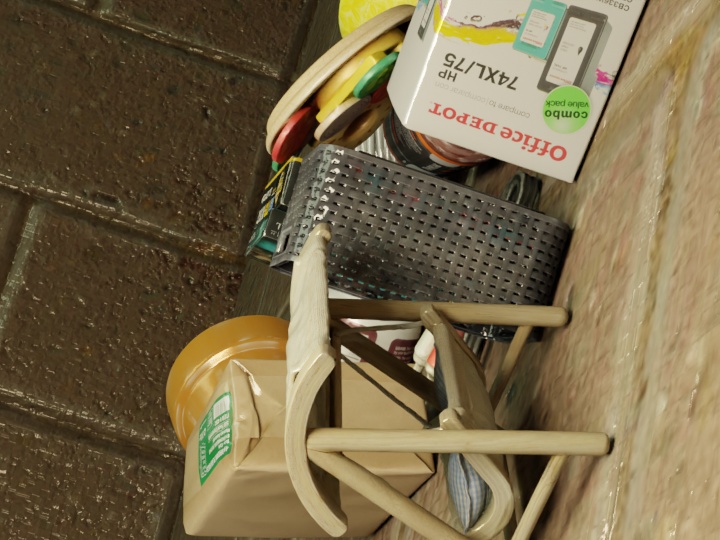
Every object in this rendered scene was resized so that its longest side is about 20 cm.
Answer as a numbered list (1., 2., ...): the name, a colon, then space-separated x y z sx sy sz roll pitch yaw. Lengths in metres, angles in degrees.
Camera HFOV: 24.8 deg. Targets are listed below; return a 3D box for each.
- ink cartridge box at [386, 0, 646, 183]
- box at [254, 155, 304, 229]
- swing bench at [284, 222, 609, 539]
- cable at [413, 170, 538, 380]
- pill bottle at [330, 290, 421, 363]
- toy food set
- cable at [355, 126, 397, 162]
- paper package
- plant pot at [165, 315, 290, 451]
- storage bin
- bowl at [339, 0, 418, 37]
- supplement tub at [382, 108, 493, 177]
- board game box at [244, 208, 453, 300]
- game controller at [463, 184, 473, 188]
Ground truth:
1. ink cartridge box: 0.125 -0.196 1.287 0.146 0.146 0.200 -103 32 -72
2. box: 0.014 -0.040 1.479 0.160 0.200 0.049 153 133 -78
3. swing bench: 0.037 0.088 1.084 0.199 0.200 0.130 -91 21 -65
4. cable: 0.094 0.013 1.365 0.097 0.050 0.200 -94 23 -72
5. pill bottle: -0.007 0.082 1.638 0.114 0.114 0.200 -113 42 -77
6. toy food set: -0.007 -0.159 1.455 0.200 0.049 0.198 -44 -8 36
7. cable: 0.029 -0.123 1.799 0.200 0.069 0.200 86 180 -50
8. paper package: -0.051 0.165 1.467 0.200 0.190 0.104 125 143 -59
9. plant pot: -0.115 0.183 1.918 0.183 0.200 0.201 -118 45 -57
10. storage bin: 0.043 -0.018 1.253 0.135 0.200 0.094 163 124 -79
11. bowl: 0.088 -0.270 1.665 0.108 0.200 0.200 46 129 30
12. supplement tub: 0.089 -0.146 1.529 0.200 0.107 0.107 171 117 -79
13. board game box: 0.000 0.000 1.477 0.135 0.200 0.028 145 145 -77
14. game controller: 0.052 -0.057 1.589 0.200 0.104 0.042 145 144 -75
